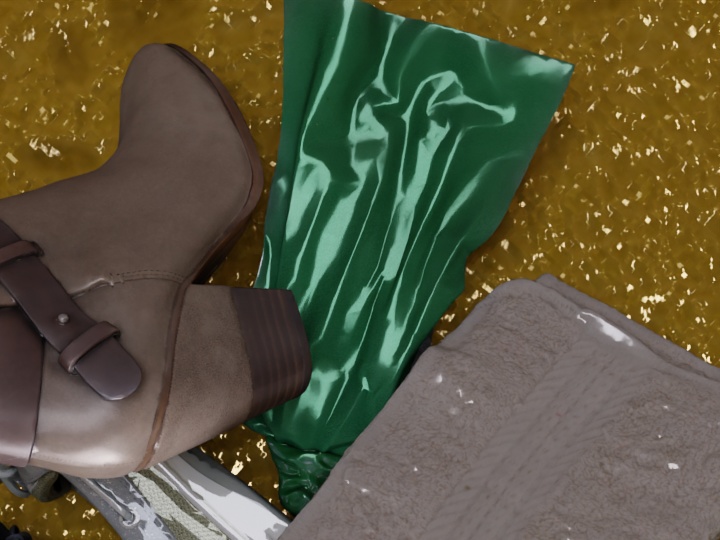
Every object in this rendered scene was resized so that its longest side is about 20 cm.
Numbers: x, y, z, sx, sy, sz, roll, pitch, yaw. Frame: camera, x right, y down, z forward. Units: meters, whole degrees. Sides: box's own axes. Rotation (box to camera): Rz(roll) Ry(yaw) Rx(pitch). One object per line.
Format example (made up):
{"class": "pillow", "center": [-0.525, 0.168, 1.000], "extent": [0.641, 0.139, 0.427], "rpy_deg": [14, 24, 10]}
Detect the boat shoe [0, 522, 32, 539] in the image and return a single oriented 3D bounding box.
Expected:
{"class": "boat shoe", "center": [-0.149, 0.124, 0.942], "extent": [0.200, 0.075, 0.062], "rpy_deg": [18, 89, 14]}

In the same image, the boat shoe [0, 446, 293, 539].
{"class": "boat shoe", "center": [-0.095, 0.087, 0.944], "extent": [0.202, 0.074, 0.065], "rpy_deg": [36, 81, 4]}

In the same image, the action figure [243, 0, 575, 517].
{"class": "action figure", "center": [0.000, 0.000, 0.957], "extent": [0.118, 0.055, 0.201], "rpy_deg": [16, 89, 7]}

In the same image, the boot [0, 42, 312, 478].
{"class": "boot", "center": [-0.108, -0.010, 0.911], "extent": [0.146, 0.070, 0.200], "rpy_deg": [-4, 48, -27]}

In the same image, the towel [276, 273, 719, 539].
{"class": "towel", "center": [0.061, 0.089, 0.897], "extent": [0.132, 0.035, 0.200], "rpy_deg": [28, 55, 19]}
